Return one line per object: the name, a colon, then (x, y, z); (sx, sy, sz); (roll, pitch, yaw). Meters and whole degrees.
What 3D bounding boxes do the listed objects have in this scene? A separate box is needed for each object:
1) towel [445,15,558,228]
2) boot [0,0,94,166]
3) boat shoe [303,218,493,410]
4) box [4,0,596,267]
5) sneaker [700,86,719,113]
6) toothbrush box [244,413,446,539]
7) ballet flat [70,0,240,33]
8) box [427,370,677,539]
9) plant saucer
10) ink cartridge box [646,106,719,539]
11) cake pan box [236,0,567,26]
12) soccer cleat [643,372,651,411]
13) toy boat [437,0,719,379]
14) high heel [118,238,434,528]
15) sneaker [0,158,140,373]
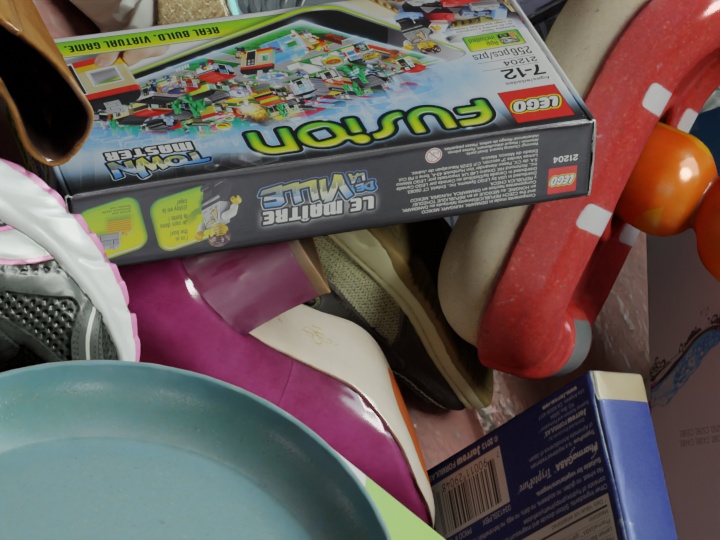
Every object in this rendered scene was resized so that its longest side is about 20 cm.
towel: (0.043, -0.124, 1.371); (0.165, 0.085, 0.201); (-17, 82, -58)
boot: (-0.175, -0.143, 1.036); (0.188, 0.068, 0.200); (54, 9, -37)
boat shoe: (0.000, 0.000, 1.235); (0.200, 0.065, 0.073); (54, 25, -50)
box: (-0.024, -0.056, 1.116); (0.110, 0.199, 0.035); (-119, -155, -51)
sneaker: (0.122, -0.143, 1.357); (0.200, 0.074, 0.087); (51, 30, -15)
toothbrush box: (0.002, 0.171, 1.051); (0.200, 0.086, 0.146); (41, 39, -33)
ballet flat: (-0.103, -0.143, 1.209); (0.065, 0.071, 0.201); (-12, 73, -30)
box: (0.084, 0.154, 1.180); (0.032, 0.121, 0.201); (7, 63, -35)
plant saucer: (-0.086, 0.113, 0.948); (0.027, 0.199, 0.201); (92, 3, -48)
ink cartridge box: (0.220, 0.031, 1.296); (0.146, 0.146, 0.201); (3, 82, -24)
cake pan box: (0.016, -0.177, 1.266); (0.185, 0.200, 0.052); (62, 2, 2)
soccer cleat: (0.183, 0.057, 1.464); (0.200, 0.070, 0.087); (24, 43, -54)
toy boat: (0.126, -0.036, 1.205); (0.130, 0.201, 0.130); (27, 5, 12)
high heel: (-0.038, 0.052, 1.177); (0.068, 0.096, 0.200); (-106, 171, -50)
sneaker: (-0.162, -0.010, 1.015); (0.200, 0.080, 0.086); (49, 57, -24)
